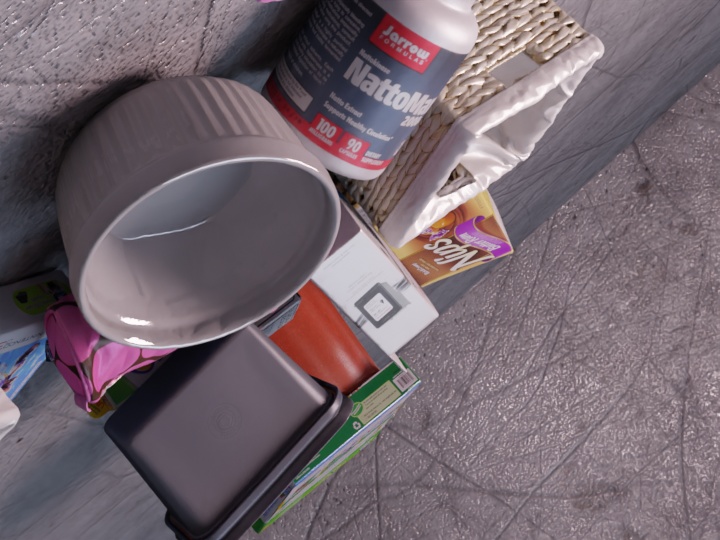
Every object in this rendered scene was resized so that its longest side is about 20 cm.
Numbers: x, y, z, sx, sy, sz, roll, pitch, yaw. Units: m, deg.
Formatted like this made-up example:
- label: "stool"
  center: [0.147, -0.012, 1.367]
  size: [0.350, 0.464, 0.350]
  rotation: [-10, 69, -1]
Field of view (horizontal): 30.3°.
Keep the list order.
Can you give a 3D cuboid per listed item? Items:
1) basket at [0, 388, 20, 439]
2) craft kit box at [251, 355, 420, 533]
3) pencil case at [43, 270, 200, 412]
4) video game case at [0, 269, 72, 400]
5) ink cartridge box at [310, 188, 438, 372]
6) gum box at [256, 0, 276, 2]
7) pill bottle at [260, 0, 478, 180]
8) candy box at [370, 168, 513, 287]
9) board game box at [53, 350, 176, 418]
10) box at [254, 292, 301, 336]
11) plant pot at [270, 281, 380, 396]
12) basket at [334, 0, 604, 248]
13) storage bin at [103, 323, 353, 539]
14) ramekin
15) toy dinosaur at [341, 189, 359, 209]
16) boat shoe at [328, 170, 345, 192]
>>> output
- label: "basket"
  center: [-0.356, 0.125, 0.897]
  size: [0.200, 0.124, 0.135]
  rotation: [-45, 170, 19]
- label: "craft kit box"
  center: [-0.038, 0.203, 1.530]
  size: [0.200, 0.049, 0.198]
  rotation: [-36, 166, -29]
- label: "pencil case"
  center: [-0.154, 0.033, 1.070]
  size: [0.199, 0.094, 0.091]
  rotation: [-26, -154, -24]
- label: "video game case"
  center: [-0.336, 0.095, 1.069]
  size: [0.200, 0.046, 0.181]
  rotation: [-47, 168, 27]
- label: "ink cartridge box"
  center: [0.000, 0.000, 1.264]
  size: [0.067, 0.116, 0.200]
  rotation: [-39, 137, 4]
- label: "gum box"
  center: [-0.005, -0.242, 0.843]
  size: [0.200, 0.066, 0.114]
  rotation: [-27, 161, -53]
- label: "pill bottle"
  center: [0.021, -0.182, 1.030]
  size: [0.200, 0.120, 0.119]
  rotation: [-53, 166, 24]
- label: "candy box"
  center: [0.085, -0.055, 1.419]
  size: [0.116, 0.057, 0.200]
  rotation: [-21, 155, 9]
- label: "board game box"
  center: [-0.193, 0.044, 1.243]
  size: [0.200, 0.096, 0.030]
  rotation: [-37, -171, -22]
- label: "box"
  center: [-0.170, 0.052, 1.310]
  size: [0.200, 0.117, 0.060]
  rotation: [-39, 170, -22]
- label: "plant pot"
  center: [-0.091, 0.096, 1.557]
  size: [0.200, 0.195, 0.201]
  rotation: [-40, 170, -9]
- label: "basket"
  center: [0.076, -0.162, 1.217]
  size: [0.198, 0.161, 0.200]
  rotation: [-35, 167, -33]
- label: "storage bin"
  center: [-0.132, 0.136, 1.216]
  size: [0.200, 0.135, 0.145]
  rotation: [-45, -158, -14]
- label: "ramekin"
  center: [-0.124, -0.047, 0.954]
  size: [0.199, 0.105, 0.201]
  rotation: [-21, 148, -14]
- label: "toy dinosaur"
  center: [-0.072, -0.037, 1.341]
  size: [0.058, 0.101, 0.200]
  rotation: [-29, 163, -52]
- label: "boat shoe"
  center: [-0.023, -0.101, 1.376]
  size: [0.076, 0.072, 0.200]
  rotation: [-49, 176, -38]
